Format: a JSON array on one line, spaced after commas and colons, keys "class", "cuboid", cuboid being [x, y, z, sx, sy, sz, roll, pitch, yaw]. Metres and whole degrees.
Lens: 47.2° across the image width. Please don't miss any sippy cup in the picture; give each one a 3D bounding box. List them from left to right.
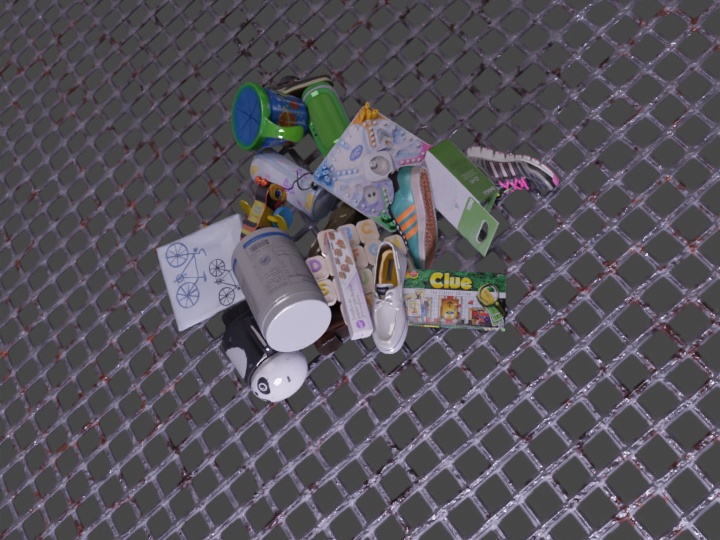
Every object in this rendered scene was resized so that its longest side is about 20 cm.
[{"class": "sippy cup", "cuboid": [-0.184, -0.317, 1.719, 0.140, 0.128, 0.181, -42, 60, 45]}]

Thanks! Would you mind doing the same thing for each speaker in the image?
[{"class": "speaker", "cuboid": [-0.059, -0.298, 1.726, 0.087, 0.088, 0.202, -28, 62, 10]}]

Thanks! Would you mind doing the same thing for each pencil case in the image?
[{"class": "pencil case", "cuboid": [-0.141, -0.181, 1.711, 0.199, 0.091, 0.084, 33, 89, 30]}]

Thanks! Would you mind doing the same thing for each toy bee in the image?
[{"class": "toy bee", "cuboid": [-0.183, -0.128, 1.585, 0.129, 0.109, 0.203, -2, 62, 31]}]

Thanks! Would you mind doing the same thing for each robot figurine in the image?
[{"class": "robot figurine", "cuboid": [-0.185, 0.152, 1.551, 0.125, 0.149, 0.201, -48, 63, 18]}]

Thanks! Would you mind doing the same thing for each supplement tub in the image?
[{"class": "supplement tub", "cuboid": [-0.147, 0.031, 1.490, 0.131, 0.132, 0.201, -36, 52, 6]}]

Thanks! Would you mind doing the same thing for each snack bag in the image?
[{"class": "snack bag", "cuboid": [-0.297, -0.002, 1.633, 0.197, 0.021, 0.191, -24, 69, 4]}]

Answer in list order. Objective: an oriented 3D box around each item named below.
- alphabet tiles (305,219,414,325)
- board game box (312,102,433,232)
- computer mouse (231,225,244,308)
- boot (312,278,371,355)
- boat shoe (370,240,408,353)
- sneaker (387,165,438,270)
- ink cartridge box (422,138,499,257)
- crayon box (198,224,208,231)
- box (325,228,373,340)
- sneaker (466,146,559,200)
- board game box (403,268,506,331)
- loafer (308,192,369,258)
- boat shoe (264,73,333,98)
[{"class": "alphabet tiles", "cuboid": [0.000, 0.000, 1.545, 0.196, 0.015, 0.199, -15, 69, -11]}, {"class": "board game box", "cuboid": [0.037, -0.208, 1.624, 0.198, 0.026, 0.201, 33, 72, 7]}, {"class": "computer mouse", "cuboid": [-0.260, -0.027, 1.727, 0.109, 0.044, 0.202, -32, 61, 9]}, {"class": "boot", "cuboid": [-0.047, 0.041, 1.606, 0.184, 0.065, 0.202, -29, 53, -1]}, {"class": "boat shoe", "cuboid": [0.047, 0.045, 1.477, 0.070, 0.070, 0.204, -1, 71, 22]}, {"class": "sneaker", "cuboid": [0.096, -0.097, 1.556, 0.079, 0.071, 0.204, 1, 106, 29]}, {"class": "ink cartridge box", "cuboid": [0.195, -0.136, 1.530, 0.059, 0.105, 0.200, -29, 65, -28]}, {"class": "crayon box", "cuboid": [-0.251, -0.008, 1.665, 0.196, 0.058, 0.121, 15, 78, 20]}, {"class": "box", "cuboid": [-0.022, 0.024, 1.504, 0.038, 0.042, 0.203, -11, 69, -12]}, {"class": "sneaker", "cuboid": [0.274, -0.169, 1.544, 0.197, 0.074, 0.089, 19, 77, 33]}, {"class": "board game box", "cuboid": [0.166, 0.053, 1.503, 0.196, 0.024, 0.107, 2, 70, 8]}, {"class": "loafer", "cuboid": [-0.037, -0.075, 1.633, 0.200, 0.077, 0.067, -48, 33, -22]}, {"class": "boat shoe", "cuboid": [-0.155, -0.397, 1.812, 0.198, 0.072, 0.067, -19, 69, 20]}]
